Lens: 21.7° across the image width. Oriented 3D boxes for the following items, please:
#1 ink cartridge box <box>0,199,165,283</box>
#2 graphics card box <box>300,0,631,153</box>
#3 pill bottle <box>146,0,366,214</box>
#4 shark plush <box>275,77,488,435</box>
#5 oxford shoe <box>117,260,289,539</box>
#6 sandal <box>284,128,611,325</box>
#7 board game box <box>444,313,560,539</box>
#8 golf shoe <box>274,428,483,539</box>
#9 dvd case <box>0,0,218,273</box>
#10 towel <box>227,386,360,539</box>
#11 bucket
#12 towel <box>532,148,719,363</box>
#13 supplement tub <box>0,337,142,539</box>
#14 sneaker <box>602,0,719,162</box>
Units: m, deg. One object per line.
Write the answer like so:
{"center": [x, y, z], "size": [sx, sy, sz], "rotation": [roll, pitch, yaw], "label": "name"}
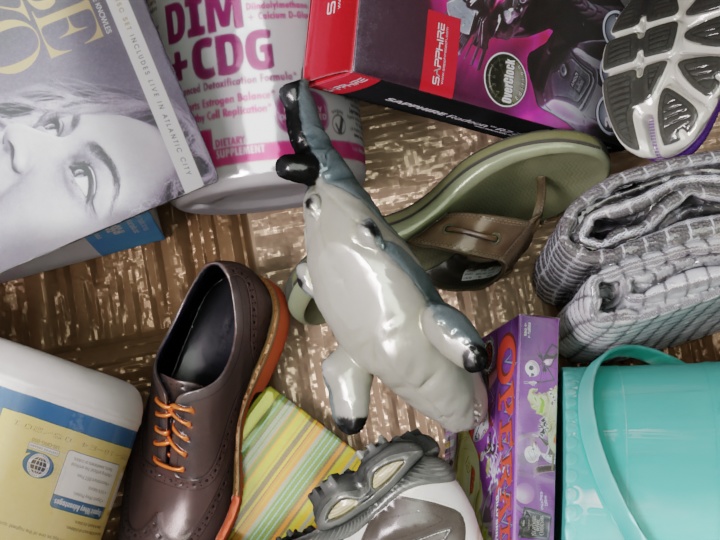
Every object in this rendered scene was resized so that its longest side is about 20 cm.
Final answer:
{"center": [-0.223, -0.059, 1.033], "size": [0.199, 0.125, 0.129], "rotation": [-16, 85, -4], "label": "ink cartridge box"}
{"center": [0.067, -0.143, 1.043], "size": [0.199, 0.051, 0.126], "rotation": [13, 77, -34], "label": "graphics card box"}
{"center": [-0.062, -0.138, 1.054], "size": [0.113, 0.113, 0.201], "rotation": [-6, 84, -3], "label": "pill bottle"}
{"center": [0.000, 0.000, 0.983], "size": [0.091, 0.083, 0.200], "rotation": [-42, 80, 25], "label": "shark plush"}
{"center": [-0.101, 0.089, 1.040], "size": [0.071, 0.073, 0.201], "rotation": [10, 78, 22], "label": "oxford shoe"}
{"center": [0.055, -0.012, 1.061], "size": [0.200, 0.080, 0.058], "rotation": [-29, 59, 4], "label": "sandal"}
{"center": [0.073, 0.134, 1.012], "size": [0.032, 0.120, 0.201], "rotation": [9, 73, -18], "label": "board game box"}
{"center": [-0.017, 0.175, 1.005], "size": [0.200, 0.078, 0.095], "rotation": [-43, 77, 28], "label": "golf shoe"}
{"center": [-0.190, -0.076, 0.944], "size": [0.199, 0.016, 0.149], "rotation": [-24, 97, -12], "label": "dvd case"}
{"center": [0.000, 0.159, 1.076], "size": [0.200, 0.018, 0.086], "rotation": [37, 89, 1], "label": "towel"}
{"center": [0.169, 0.140, 0.996], "size": [0.134, 0.207, 0.209], "rotation": [1, 84, 3], "label": "bucket"}
{"center": [0.197, -0.020, 1.028], "size": [0.199, 0.166, 0.086], "rotation": [-18, 79, -4], "label": "towel"}
{"center": [-0.211, 0.136, 1.003], "size": [0.144, 0.145, 0.201], "rotation": [18, 83, 0], "label": "supplement tub"}
{"center": [0.195, -0.132, 1.050], "size": [0.084, 0.080, 0.201], "rotation": [51, 45, -35], "label": "sneaker"}
